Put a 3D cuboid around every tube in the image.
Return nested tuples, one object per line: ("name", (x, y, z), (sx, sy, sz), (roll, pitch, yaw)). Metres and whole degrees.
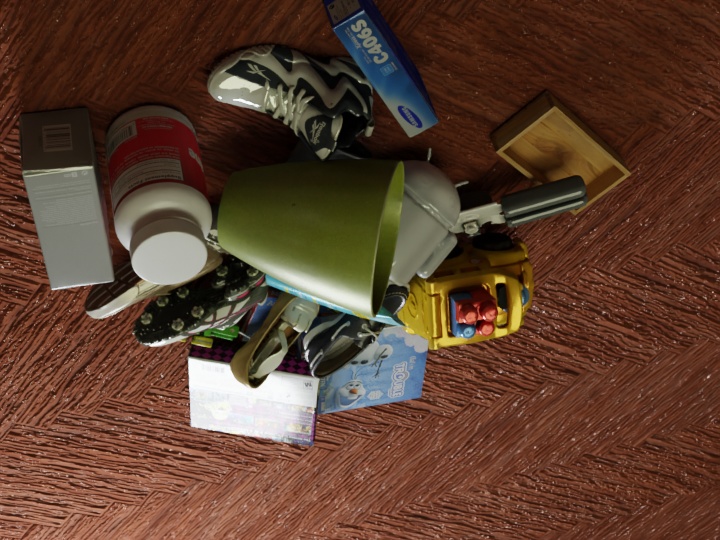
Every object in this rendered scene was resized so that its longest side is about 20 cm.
("tube", (-0.031, 0.032, 1.566), (0.051, 0.199, 0.077), (-68, 160, 2))

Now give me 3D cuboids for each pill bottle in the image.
("pill bottle", (-0.232, -0.087, 1.353), (0.111, 0.201, 0.113), (-10, 140, -8))

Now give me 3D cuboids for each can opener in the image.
("can opener", (0.206, -0.093, 1.585), (0.198, 0.067, 0.053), (-12, 152, 11))

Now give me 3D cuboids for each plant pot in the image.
("plant pot", (-0.063, -0.054, 1.394), (0.198, 0.188, 0.188), (10, 140, 8))

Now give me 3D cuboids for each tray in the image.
("tray", (0.272, -0.156, 1.584), (0.098, 0.037, 0.200), (-37, 135, 23))

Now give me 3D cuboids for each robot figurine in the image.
("robot figurine", (0.052, -0.061, 1.529), (0.169, 0.113, 0.200), (38, 93, -31))

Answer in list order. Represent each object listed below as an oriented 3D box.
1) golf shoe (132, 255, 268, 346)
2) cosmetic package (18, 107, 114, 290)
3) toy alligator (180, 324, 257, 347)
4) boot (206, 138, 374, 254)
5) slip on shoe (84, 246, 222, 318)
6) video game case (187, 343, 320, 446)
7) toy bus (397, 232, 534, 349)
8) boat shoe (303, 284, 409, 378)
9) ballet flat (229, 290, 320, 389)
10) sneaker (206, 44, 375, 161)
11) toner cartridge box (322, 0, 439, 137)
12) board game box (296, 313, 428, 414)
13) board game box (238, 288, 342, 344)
("golf shoe", (-0.209, 0.058, 1.589), (0.199, 0.077, 0.088), (-29, 142, -13))
("cosmetic package", (-0.347, -0.082, 1.392), (0.089, 0.107, 0.201), (-7, 137, -13))
("toy alligator", (-0.219, 0.077, 1.665), (0.199, 0.060, 0.054), (16, 174, -35))
("boot", (-0.104, -0.103, 1.484), (0.181, 0.073, 0.200), (13, 133, -31))
("slip on shoe", (-0.274, 0.012, 1.551), (0.199, 0.076, 0.061), (-34, 126, 8))
("video game case", (-0.161, 0.190, 1.773), (0.198, 0.036, 0.182), (9, 138, 2))
("toy bus", (0.165, 0.038, 1.621), (0.198, 0.192, 0.137), (-9, 107, -13))
("boat shoe", (-0.005, 0.083, 1.631), (0.200, 0.061, 0.074), (-35, 137, 29))
("ballet flat", (-0.105, 0.086, 1.654), (0.068, 0.063, 0.200), (32, 98, -38))
("sneaker", (-0.072, -0.187, 1.351), (0.198, 0.130, 0.080), (5, 134, -24))
("toner cartridge box", (0.021, -0.250, 1.340), (0.043, 0.095, 0.200), (-27, 139, 13))
("board game box", (0.002, 0.138, 1.788), (0.197, 0.044, 0.201), (-9, 140, -10))
("board game box", (-0.071, 0.072, 1.734), (0.199, 0.020, 0.103), (6, 137, -25))
